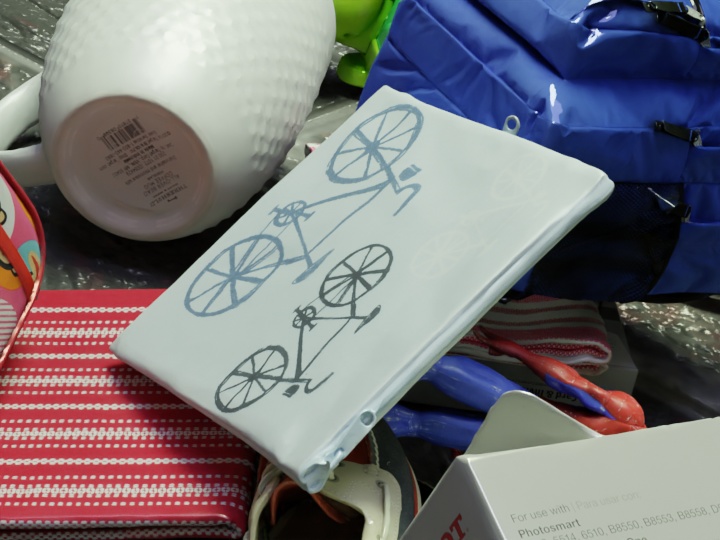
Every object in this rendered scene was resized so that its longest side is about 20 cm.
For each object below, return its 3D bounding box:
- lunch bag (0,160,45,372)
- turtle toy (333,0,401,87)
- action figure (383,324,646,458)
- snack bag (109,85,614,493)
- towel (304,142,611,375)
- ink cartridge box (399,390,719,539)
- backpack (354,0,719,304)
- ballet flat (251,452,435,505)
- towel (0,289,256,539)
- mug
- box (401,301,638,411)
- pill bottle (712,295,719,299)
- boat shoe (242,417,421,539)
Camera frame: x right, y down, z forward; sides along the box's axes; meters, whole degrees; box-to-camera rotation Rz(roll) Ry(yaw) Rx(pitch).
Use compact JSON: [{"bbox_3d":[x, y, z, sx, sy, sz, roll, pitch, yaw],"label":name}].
[{"bbox_3d":[-0.220,-0.032,0.931,0.082,0.200,0.177,-10,38,28],"label":"lunch bag"},{"bbox_3d":[0.047,-0.158,1.384,0.199,0.102,0.146,4,29,-12],"label":"turtle toy"},{"bbox_3d":[0.061,0.066,1.001,0.199,0.066,0.052,18,10,-2],"label":"action figure"},{"bbox_3d":[0.000,0.000,0.934,0.189,0.021,0.200,-44,31,-13],"label":"snack bag"},{"bbox_3d":[0.046,-0.014,1.111,0.145,0.030,0.200,8,28,-9],"label":"towel"},{"bbox_3d":[0.089,0.149,0.736,0.125,0.129,0.201,-5,56,-30],"label":"ink cartridge box"},{"bbox_3d":[0.127,-0.071,1.057,0.199,0.168,0.163,6,33,-35],"label":"backpack"},{"bbox_3d":[0.012,0.103,0.942,0.067,0.047,0.199,-21,36,-40],"label":"ballet flat"},{"bbox_3d":[-0.116,0.062,0.981,0.144,0.023,0.200,-1,29,1],"label":"towel"},{"bbox_3d":[-0.124,-0.095,1.189,0.199,0.148,0.176,-13,30,20],"label":"mug"},{"bbox_3d":[0.055,0.006,1.152,0.155,0.041,0.200,8,29,-8],"label":"box"},{"bbox_3d":[0.222,-0.092,1.216,0.106,0.201,0.106,9,25,-4],"label":"pill bottle"},{"bbox_3d":[-0.016,0.110,0.868,0.071,0.063,0.201,-21,38,14],"label":"boat shoe"}]
